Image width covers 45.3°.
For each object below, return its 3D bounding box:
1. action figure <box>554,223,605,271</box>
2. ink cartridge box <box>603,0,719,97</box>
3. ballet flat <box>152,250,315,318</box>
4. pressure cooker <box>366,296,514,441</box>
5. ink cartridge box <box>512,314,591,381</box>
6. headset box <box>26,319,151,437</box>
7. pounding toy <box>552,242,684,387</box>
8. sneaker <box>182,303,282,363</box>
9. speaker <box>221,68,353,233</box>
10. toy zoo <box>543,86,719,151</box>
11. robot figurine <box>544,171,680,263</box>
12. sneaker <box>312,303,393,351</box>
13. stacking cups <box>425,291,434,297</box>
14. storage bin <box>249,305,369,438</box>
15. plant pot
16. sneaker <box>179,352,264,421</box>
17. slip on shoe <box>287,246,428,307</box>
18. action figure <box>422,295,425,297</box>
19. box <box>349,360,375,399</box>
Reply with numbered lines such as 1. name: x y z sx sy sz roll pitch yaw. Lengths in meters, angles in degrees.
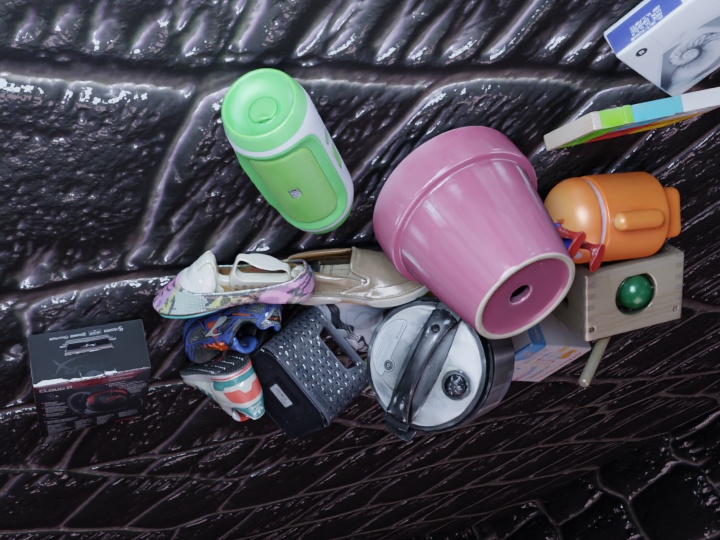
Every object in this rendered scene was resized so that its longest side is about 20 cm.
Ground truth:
1. action figure: 0.205 -0.023 1.089 0.065 0.200 0.100 28 93 -31
2. ink cartridge box: 0.383 -0.263 0.893 0.199 0.041 0.199 10 143 -45
3. ballet flat: -0.154 0.010 1.042 0.197 0.070 0.072 -5 133 -4
4. pressure cooker: 0.104 0.118 1.131 0.177 0.178 0.200 -18 173 22
5. ink cartridge box: 0.278 0.102 1.446 0.198 0.126 0.128 8 144 -42
6. headset box: -0.362 0.142 1.156 0.147 0.076 0.201 -8 153 -21
7. pounding toy: 0.347 0.038 1.230 0.182 0.200 0.144 -12 115 -13
8. sneaker: -0.174 0.080 1.154 0.075 0.079 0.200 8 146 -41
9. speaker: -0.066 -0.110 0.846 0.088 0.089 0.200 -21 154 6
10. toy zoo: 0.326 -0.176 0.986 0.197 0.021 0.131 -13 180 -11
11. robot figurine: 0.326 -0.070 1.148 0.197 0.145 0.118 -6 134 -17
12. sneaker: 0.019 0.052 1.230 0.114 0.076 0.200 -24 151 18
13. stacking cups: 0.102 -0.029 1.155 0.060 0.061 0.201 -17 151 -2
14. storage bin: -0.083 0.147 1.211 0.094 0.136 0.200 -40 -179 -25
15. plant pot: 0.139 -0.030 0.974 0.198 0.180 0.201 -20 142 -17
16. sneaker: -0.193 0.170 1.224 0.070 0.094 0.199 -29 -170 -28
17. slip on shoe: 0.000 0.000 1.102 0.197 0.077 0.061 -2 136 11
18. action figure: 0.092 0.080 1.368 0.117 0.055 0.201 -13 150 -4
19. box: 0.085 0.149 1.380 0.198 0.051 0.075 -24 153 22
